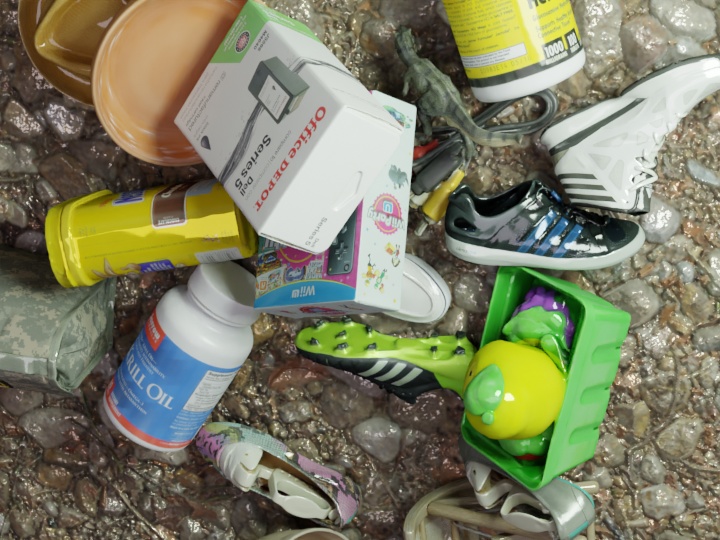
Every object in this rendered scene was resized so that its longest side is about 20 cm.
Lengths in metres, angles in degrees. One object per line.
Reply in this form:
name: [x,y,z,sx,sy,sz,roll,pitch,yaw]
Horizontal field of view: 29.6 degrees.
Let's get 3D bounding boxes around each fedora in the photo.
fedora: [-0.260,-0.246,1.360,0.199,0.082,0.202,4,110,11]

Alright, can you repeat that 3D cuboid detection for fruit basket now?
fruit basket: [0.154,0.106,1.331,0.214,0.155,0.217,-15,119,-30]

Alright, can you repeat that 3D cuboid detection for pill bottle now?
pill bottle: [-0.183,0.086,1.454,0.112,0.112,0.201,33,112,-2]
pill bottle: [0.128,-0.267,1.259,0.112,0.113,0.201,-16,107,16]

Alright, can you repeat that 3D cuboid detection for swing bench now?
swing bench: [0.158,0.340,1.475,0.198,0.130,0.201,-1,111,17]

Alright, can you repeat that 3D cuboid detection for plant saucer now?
plant saucer: [-0.170,-0.198,1.339,0.199,0.038,0.201,-15,131,-18]

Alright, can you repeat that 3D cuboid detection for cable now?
cable: [0.102,-0.130,1.367,0.200,0.050,0.097,-38,82,9]

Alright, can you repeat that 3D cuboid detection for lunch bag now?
lunch bag: [-0.363,0.062,1.433,0.163,0.200,0.119,10,112,6]

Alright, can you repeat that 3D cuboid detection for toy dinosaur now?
toy dinosaur: [0.081,-0.151,1.303,0.200,0.047,0.089,48,152,32]

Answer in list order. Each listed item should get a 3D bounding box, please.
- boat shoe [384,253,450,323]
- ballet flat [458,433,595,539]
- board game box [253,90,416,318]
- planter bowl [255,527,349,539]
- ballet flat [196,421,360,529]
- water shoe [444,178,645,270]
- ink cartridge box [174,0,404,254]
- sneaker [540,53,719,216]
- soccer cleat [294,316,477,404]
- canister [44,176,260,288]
boat shoe: [0.000,0.000,1.409,0.199,0.066,0.072,33,113,-2]
ballet flat: [0.153,0.224,1.404,0.199,0.064,0.068,22,146,49]
board game box: [-0.026,-0.059,1.315,0.147,0.064,0.202,-6,76,44]
planter bowl: [-0.098,0.384,1.519,0.134,0.200,0.202,-3,112,41]
ballet flat: [-0.095,0.229,1.511,0.199,0.071,0.070,25,114,2]
water shoe: [0.182,-0.048,1.338,0.198,0.072,0.080,-1,116,0]
ink cartridge box: [-0.071,-0.135,1.274,0.084,0.200,0.146,18,114,-44]
sneaker: [0.277,-0.119,1.287,0.200,0.075,0.116,-26,80,28]
soccer cleat: [0.027,0.100,1.445,0.198,0.068,0.082,6,124,9]
canister: [-0.199,-0.045,1.389,0.198,0.149,0.087,-8,100,12]
